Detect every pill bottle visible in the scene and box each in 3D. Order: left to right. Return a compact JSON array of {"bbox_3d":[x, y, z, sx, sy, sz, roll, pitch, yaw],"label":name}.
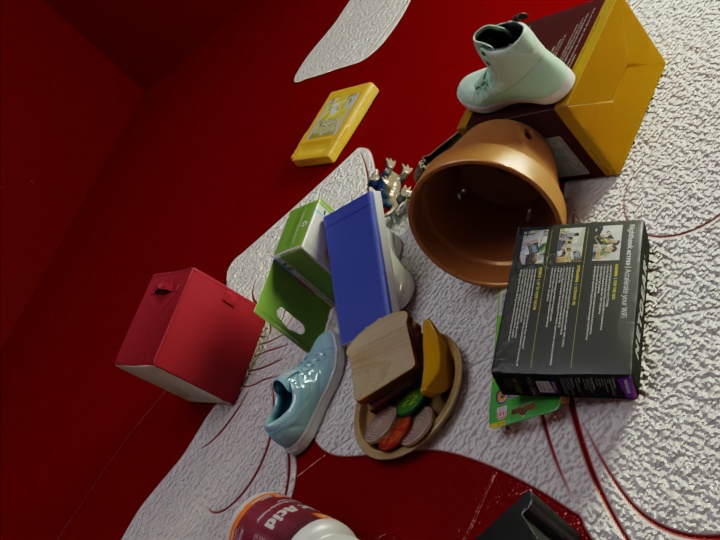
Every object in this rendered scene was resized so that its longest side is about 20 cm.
[{"bbox_3d":[-0.069,0.337,0.943,0.199,0.114,0.115,1,56,54],"label":"pill bottle"}]

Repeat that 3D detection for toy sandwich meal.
[{"bbox_3d":[0.048,0.144,1.049,0.204,0.070,0.207,-35,32,26],"label":"toy sandwich meal"}]

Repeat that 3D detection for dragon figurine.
[{"bbox_3d":[0.044,-0.117,1.353,0.202,0.058,0.100,-88,19,-48],"label":"dragon figurine"}]

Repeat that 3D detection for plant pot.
[{"bbox_3d":[0.173,-0.099,1.040,0.198,0.200,0.141,-22,30,40],"label":"plant pot"}]

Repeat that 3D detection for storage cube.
[{"bbox_3d":[-0.298,0.122,1.439,0.169,0.199,0.182,-7,56,50],"label":"storage cube"}]

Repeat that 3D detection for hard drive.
[{"bbox_3d":[0.000,0.000,1.204,0.131,0.025,0.204,-23,72,51],"label":"hard drive"}]

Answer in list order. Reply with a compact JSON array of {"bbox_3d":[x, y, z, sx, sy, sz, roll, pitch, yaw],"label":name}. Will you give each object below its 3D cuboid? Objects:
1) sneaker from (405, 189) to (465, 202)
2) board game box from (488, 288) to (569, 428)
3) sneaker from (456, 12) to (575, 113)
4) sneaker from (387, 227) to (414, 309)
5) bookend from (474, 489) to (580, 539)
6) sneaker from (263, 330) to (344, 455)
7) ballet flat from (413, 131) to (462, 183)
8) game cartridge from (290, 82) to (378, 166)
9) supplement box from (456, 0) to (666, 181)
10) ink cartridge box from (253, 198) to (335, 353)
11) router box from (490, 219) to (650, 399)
[{"bbox_3d":[0.145,-0.128,1.227,0.199,0.075,0.077,10,65,56],"label":"sneaker"},{"bbox_3d":[0.199,0.091,0.945,0.095,0.030,0.202,-26,34,37],"label":"board game box"},{"bbox_3d":[0.170,-0.268,1.033,0.074,0.118,0.199,-58,29,-13],"label":"sneaker"},{"bbox_3d":[0.025,-0.012,1.245,0.075,0.088,0.201,-38,31,17],"label":"sneaker"},{"bbox_3d":[0.137,0.336,0.680,0.200,0.092,0.199,-45,31,6],"label":"bookend"},{"bbox_3d":[-0.084,0.165,1.199,0.073,0.082,0.202,-18,42,42],"label":"sneaker"},{"bbox_3d":[0.164,-0.210,1.324,0.199,0.046,0.068,-39,31,19],"label":"ballet flat"},{"bbox_3d":[-0.062,-0.319,1.783,0.175,0.032,0.202,4,58,56],"label":"game cartridge"},{"bbox_3d":[0.275,-0.241,1.115,0.198,0.132,0.199,-1,55,53],"label":"supplement box"},{"bbox_3d":[-0.068,0.015,1.284,0.075,0.148,0.202,-19,42,40],"label":"ink cartridge box"},{"bbox_3d":[0.234,0.039,0.887,0.147,0.051,0.203,-3,52,29],"label":"router box"}]
